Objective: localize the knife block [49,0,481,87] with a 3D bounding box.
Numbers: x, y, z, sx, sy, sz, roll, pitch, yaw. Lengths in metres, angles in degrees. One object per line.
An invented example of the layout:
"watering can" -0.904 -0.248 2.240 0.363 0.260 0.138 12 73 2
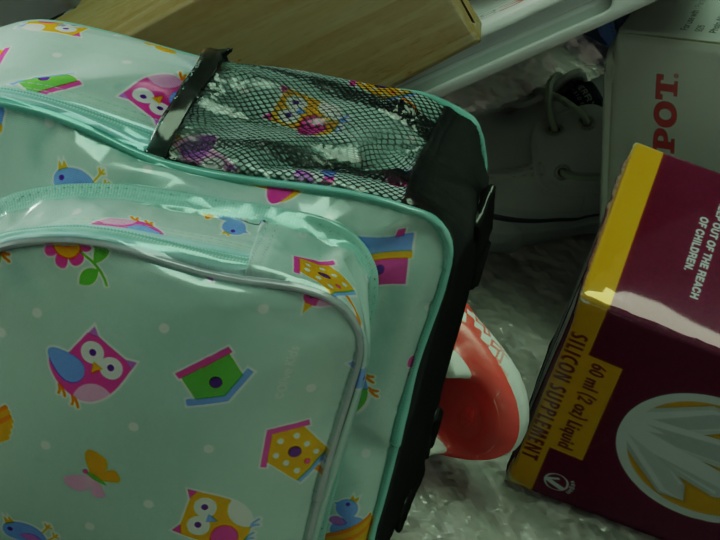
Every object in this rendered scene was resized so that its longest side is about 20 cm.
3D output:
"knife block" -0.078 -0.058 0.959 0.176 0.064 0.200 -45 25 -28

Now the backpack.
"backpack" -0.075 0.017 0.870 0.200 0.176 0.153 20 31 9

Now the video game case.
"video game case" 0.052 -0.102 1.066 0.182 0.022 0.200 -24 10 6

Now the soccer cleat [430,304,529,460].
"soccer cleat" 0.000 0.000 1.017 0.085 0.069 0.200 -20 44 -42

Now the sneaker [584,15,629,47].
"sneaker" 0.163 -0.107 1.231 0.200 0.074 0.082 23 37 9

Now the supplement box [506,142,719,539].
"supplement box" 0.167 0.050 0.976 0.200 0.110 0.086 21 48 3

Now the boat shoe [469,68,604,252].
"boat shoe" 0.089 -0.055 1.131 0.200 0.067 0.074 -1 39 -25

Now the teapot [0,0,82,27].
"teapot" -0.101 -0.164 1.086 0.200 0.198 0.146 7 37 -20

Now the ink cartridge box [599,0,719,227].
"ink cartridge box" 0.198 -0.029 1.034 0.200 0.146 0.084 9 29 17
